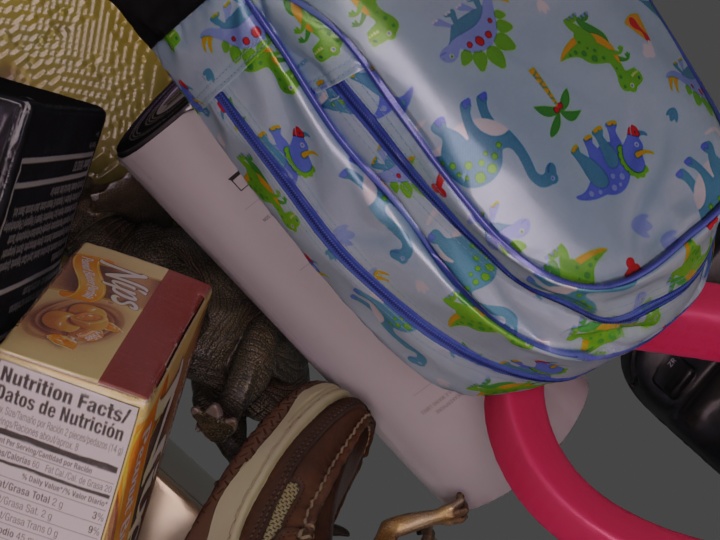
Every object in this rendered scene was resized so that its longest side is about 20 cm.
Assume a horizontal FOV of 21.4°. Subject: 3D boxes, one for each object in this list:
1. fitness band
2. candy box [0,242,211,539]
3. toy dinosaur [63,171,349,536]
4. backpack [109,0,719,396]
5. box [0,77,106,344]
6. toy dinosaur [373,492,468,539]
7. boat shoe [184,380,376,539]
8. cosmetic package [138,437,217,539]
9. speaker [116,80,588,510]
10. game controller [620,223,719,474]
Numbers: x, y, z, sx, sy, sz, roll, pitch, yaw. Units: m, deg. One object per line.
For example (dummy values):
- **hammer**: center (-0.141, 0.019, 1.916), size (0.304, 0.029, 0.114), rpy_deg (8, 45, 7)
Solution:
- **fitness band**: center (0.141, 0.068, 0.706), size (0.198, 0.145, 0.038), rpy_deg (10, 136, -13)
- **candy box**: center (-0.111, 0.104, 0.664), size (0.055, 0.116, 0.202), rpy_deg (17, 108, 0)
- **toy dinosaur**: center (-0.058, 0.027, 0.764), size (0.199, 0.103, 0.077), rpy_deg (39, 133, -16)
- **backpack**: center (0.035, -0.054, 0.653), size (0.163, 0.153, 0.202), rpy_deg (-32, 102, -38)
- **box**: center (-0.177, 0.024, 0.634), size (0.122, 0.200, 0.201), rpy_deg (16, 93, -2)
- **toy dinosaur**: center (-0.016, 0.136, 0.724), size (0.199, 0.101, 0.058), rpy_deg (-33, 112, 9)
- **boat shoe**: center (-0.034, 0.130, 0.675), size (0.074, 0.075, 0.203), rpy_deg (24, 54, 13)
- **cosmetic package**: center (-0.159, 0.069, 0.774), size (0.200, 0.073, 0.104), rpy_deg (41, 93, -3)
- **speaker**: center (0.000, 0.000, 0.744), size (0.081, 0.081, 0.200), rpy_deg (-42, 105, 3)
- **game controller**: center (0.201, -0.003, 0.789), size (0.104, 0.042, 0.200), rpy_deg (40, 94, -17)
